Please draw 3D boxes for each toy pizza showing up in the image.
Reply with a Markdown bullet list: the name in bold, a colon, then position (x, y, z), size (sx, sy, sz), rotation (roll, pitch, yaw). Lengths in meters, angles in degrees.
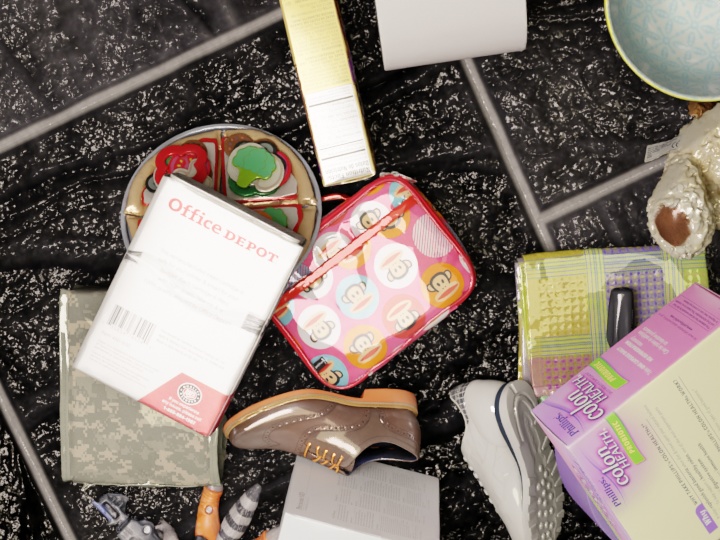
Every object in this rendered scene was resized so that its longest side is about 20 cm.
- **toy pizza**: position (-0.137, -0.061, 1.673), size (0.198, 0.032, 0.202), rotation (-1, 63, 2)

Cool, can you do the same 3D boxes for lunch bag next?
- **lunch bag**: position (0.000, 0.000, 1.709), size (0.199, 0.082, 0.177), rotation (-38, 91, 6)
- **lunch bag**: position (-0.214, 0.118, 1.702), size (0.162, 0.118, 0.202), rotation (2, 91, -1)

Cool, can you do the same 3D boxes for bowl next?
- **bowl**: position (0.328, -0.265, 1.656), size (0.198, 0.108, 0.202), rotation (0, 97, 0)

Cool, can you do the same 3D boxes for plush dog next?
- **plush dog**: position (0.389, -0.084, 1.679), size (0.200, 0.161, 0.172), rotation (-40, 113, 21)

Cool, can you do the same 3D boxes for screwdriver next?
- **screwdriver**: position (0.257, 0.116, 1.698), size (0.028, 0.029, 0.202), rotation (0, 97, -2)

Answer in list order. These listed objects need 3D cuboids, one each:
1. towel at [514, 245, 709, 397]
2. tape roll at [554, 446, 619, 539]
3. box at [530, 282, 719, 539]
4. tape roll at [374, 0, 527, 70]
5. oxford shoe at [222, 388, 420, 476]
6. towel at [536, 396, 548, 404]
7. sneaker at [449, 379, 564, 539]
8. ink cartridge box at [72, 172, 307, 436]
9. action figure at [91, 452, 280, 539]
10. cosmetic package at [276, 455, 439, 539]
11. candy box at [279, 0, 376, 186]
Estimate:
- **towel**: position (0.252, 0.047, 1.715), size (0.198, 0.023, 0.145), rotation (-6, 96, -1)
- **tape roll**: position (0.297, 0.173, 1.674), size (0.198, 0.085, 0.202), rotation (-5, 107, -15)
- **box**: position (0.292, 0.148, 1.569), size (0.200, 0.097, 0.176), rotation (-38, 112, -4)
- **tape roll**: position (0.075, -0.297, 1.608), size (0.138, 0.203, 0.205), rotation (-8, 97, 1)
- **oxford shoe**: position (-0.035, 0.162, 1.686), size (0.198, 0.071, 0.073), rotation (-4, 60, -11)
- **towel**: position (0.295, 0.141, 1.748), size (0.200, 0.023, 0.153), rotation (40, 95, -4)
- **sneaker**: position (0.150, 0.201, 1.739), size (0.080, 0.076, 0.202), rotation (-4, 109, 33)
- **ink cartridge box**: position (-0.155, 0.028, 1.592), size (0.146, 0.083, 0.201), rotation (27, 96, 0)
- **action figure**: position (-0.177, 0.277, 1.731), size (0.199, 0.105, 0.194), rotation (37, 86, -7)
- **cosmetic package**: position (0.000, 0.239, 1.672), size (0.150, 0.200, 0.052), rotation (17, 104, -1)
- **candy box**: position (-0.032, -0.187, 1.665), size (0.056, 0.117, 0.202), rotation (-12, 97, 2)
